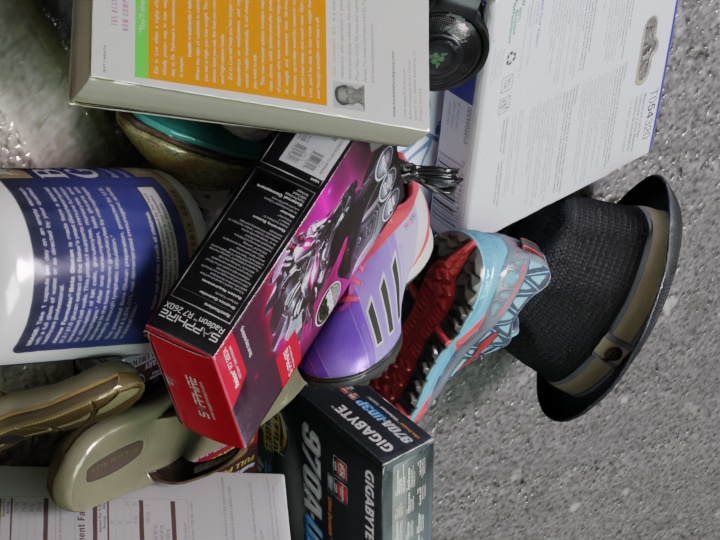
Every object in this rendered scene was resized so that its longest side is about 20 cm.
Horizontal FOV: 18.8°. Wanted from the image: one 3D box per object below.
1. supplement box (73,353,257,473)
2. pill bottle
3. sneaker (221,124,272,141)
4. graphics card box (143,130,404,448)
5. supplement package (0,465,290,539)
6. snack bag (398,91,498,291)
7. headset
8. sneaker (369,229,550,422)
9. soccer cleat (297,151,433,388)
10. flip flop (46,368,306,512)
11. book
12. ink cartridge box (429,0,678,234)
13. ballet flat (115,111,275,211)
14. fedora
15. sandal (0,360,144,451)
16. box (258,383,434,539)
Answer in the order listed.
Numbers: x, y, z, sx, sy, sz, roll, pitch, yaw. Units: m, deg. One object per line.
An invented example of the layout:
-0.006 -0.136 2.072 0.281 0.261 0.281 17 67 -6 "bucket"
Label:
-0.125 0.103 1.414 0.109 0.061 0.201 -26 134 -32 "supplement box"
-0.191 -0.002 1.226 0.200 0.111 0.111 -3 119 -45 "pill bottle"
-0.037 -0.158 1.301 0.200 0.081 0.088 -50 166 -25 "sneaker"
-0.045 -0.008 1.269 0.200 0.051 0.126 -58 160 -23 "graphics card box"
-0.147 0.198 1.345 0.199 0.110 0.114 3 124 -9 "supplement package"
0.045 -0.060 1.502 0.200 0.021 0.189 -9 124 -46 "snack bag"
0.050 -0.148 1.349 0.094 0.124 0.201 15 106 -16 "headset"
0.067 0.049 1.511 0.095 0.080 0.200 -3 147 -33 "sneaker"
0.000 0.000 1.370 0.200 0.068 0.073 -64 151 -54 "soccer cleat"
-0.102 0.097 1.334 0.200 0.057 0.081 -26 134 -38 "flip flop"
-0.057 -0.148 1.204 0.199 0.048 0.134 7 74 -21 "book"
0.136 -0.136 1.493 0.200 0.043 0.197 -27 137 -37 "ink cartridge box"
-0.074 -0.068 1.340 0.200 0.071 0.071 -3 120 -46 "ballet flat"
0.150 0.008 1.586 0.091 0.201 0.201 22 103 -14 "fedora"
-0.225 0.079 1.259 0.199 0.054 0.080 -18 171 3 "sandal"
-0.017 0.156 1.485 0.046 0.159 0.201 -25 134 -30 "box"
